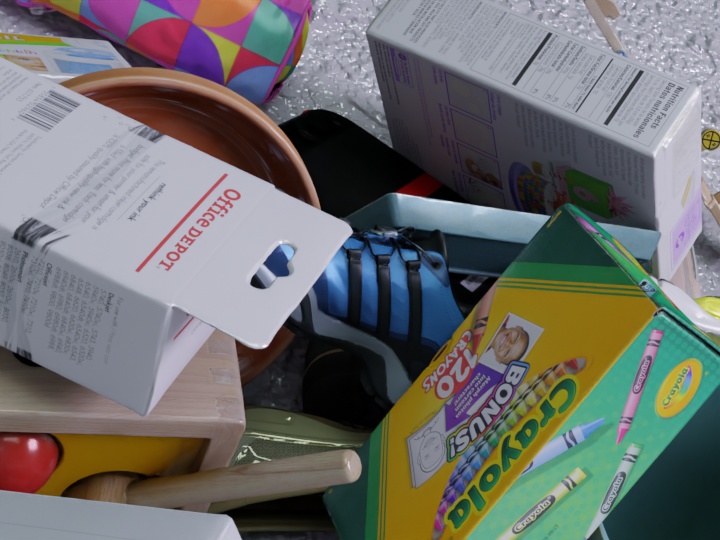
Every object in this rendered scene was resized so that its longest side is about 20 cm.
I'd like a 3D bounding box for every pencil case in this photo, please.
[{"bbox_3d":[-0.130,-0.173,1.199,0.198,0.089,0.089,24,47,0],"label":"pencil case"}]

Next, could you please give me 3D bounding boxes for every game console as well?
[{"bbox_3d":[0.006,-0.027,1.117,0.176,0.031,0.200,36,24,8],"label":"game console"}]

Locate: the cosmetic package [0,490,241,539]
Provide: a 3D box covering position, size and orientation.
[{"bbox_3d":[-0.161,0.203,0.785,0.197,0.124,0.201,2,39,25],"label":"cosmetic package"}]

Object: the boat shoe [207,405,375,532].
[{"bbox_3d":[0.010,0.122,1.017,0.198,0.073,0.064,11,50,-10],"label":"boat shoe"}]

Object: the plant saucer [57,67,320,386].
[{"bbox_3d":[-0.119,-0.014,0.998,0.198,0.202,0.032,9,25,-15],"label":"plant saucer"}]

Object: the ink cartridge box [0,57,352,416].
[{"bbox_3d":[-0.117,-0.011,0.849,0.198,0.068,0.116,25,37,9],"label":"ink cartridge box"}]

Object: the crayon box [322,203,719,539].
[{"bbox_3d":[0.076,0.080,0.914,0.058,0.200,0.119,33,11,-29],"label":"crayon box"}]

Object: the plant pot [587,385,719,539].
[{"bbox_3d":[0.181,0.171,0.985,0.198,0.162,0.202,11,48,-13],"label":"plant pot"}]

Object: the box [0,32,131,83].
[{"bbox_3d":[-0.228,-0.074,1.031,0.198,0.102,0.112,2,18,-21],"label":"box"}]

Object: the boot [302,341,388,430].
[{"bbox_3d":[0.062,0.050,1.104,0.198,0.078,0.139,20,35,-18],"label":"boot"}]

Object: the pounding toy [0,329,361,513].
[{"bbox_3d":[-0.127,0.083,0.913,0.198,0.185,0.143,4,51,-20],"label":"pounding toy"}]

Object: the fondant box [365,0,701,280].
[{"bbox_3d":[0.107,-0.083,1.136,0.199,0.145,0.058,28,66,25],"label":"fondant box"}]

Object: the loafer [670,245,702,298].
[{"bbox_3d":[0.185,-0.016,1.216,0.062,0.072,0.202,20,51,-30],"label":"loafer"}]

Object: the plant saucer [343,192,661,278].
[{"bbox_3d":[0.077,-0.014,1.051,0.198,0.070,0.019,6,69,-36],"label":"plant saucer"}]

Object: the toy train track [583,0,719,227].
[{"bbox_3d":[0.212,-0.101,1.245,0.201,0.032,0.115,57,11,-4],"label":"toy train track"}]

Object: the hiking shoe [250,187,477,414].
[{"bbox_3d":[0.000,0.000,0.964,0.200,0.087,0.074,40,7,-29],"label":"hiking shoe"}]

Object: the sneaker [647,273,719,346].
[{"bbox_3d":[0.162,0.051,1.085,0.198,0.074,0.086,11,75,-21],"label":"sneaker"}]
